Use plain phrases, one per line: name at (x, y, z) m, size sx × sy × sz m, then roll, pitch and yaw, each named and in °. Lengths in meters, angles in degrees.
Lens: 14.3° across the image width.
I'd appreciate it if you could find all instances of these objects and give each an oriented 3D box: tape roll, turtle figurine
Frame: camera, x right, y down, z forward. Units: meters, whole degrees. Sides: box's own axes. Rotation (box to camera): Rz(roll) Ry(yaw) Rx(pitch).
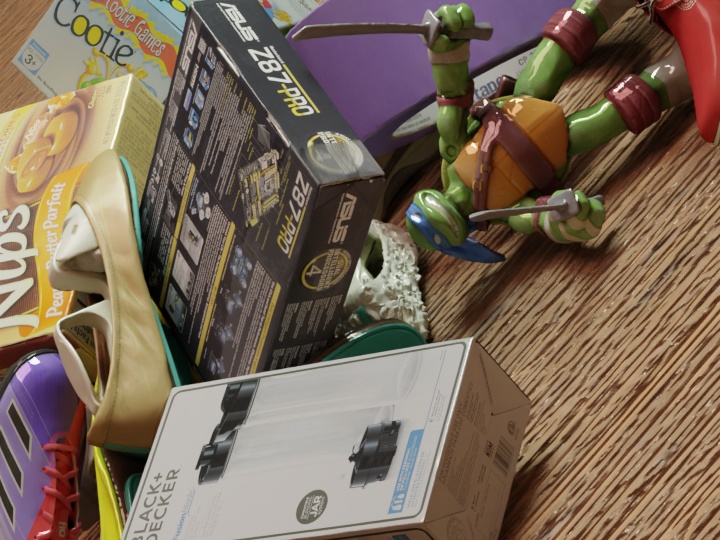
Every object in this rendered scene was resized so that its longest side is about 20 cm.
tape roll at (0.058, -0.149, 1.771) m, size 0.200 × 0.085 × 0.200 m, roll -28°, pitch -3°, yaw -2°
turtle figurine at (0.102, -0.093, 1.606) m, size 0.194 × 0.200 × 0.144 m, roll -40°, pitch 47°, yaw -9°

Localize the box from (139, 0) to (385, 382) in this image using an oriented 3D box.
box at (-0.065, -0.029, 1.621) m, size 0.161 × 0.049 × 0.200 m, roll 56°, pitch 143°, yaw 37°

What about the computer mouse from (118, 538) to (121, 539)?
computer mouse at (-0.089, 0.130, 1.611) m, size 0.034 × 0.059 × 0.200 m, roll -19°, pitch 19°, yaw 34°

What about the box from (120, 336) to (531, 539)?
box at (-0.021, 0.109, 1.466) m, size 0.200 × 0.060 × 0.117 m, roll -10°, pitch 48°, yaw 36°

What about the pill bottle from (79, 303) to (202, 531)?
pill bottle at (-0.122, 0.065, 1.770) m, size 0.200 × 0.104 × 0.104 m, roll -44°, pitch 20°, yaw -3°

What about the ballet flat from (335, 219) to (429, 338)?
ballet flat at (0.000, 0.000, 1.730) m, size 0.072 × 0.072 × 0.200 m, roll -41°, pitch 19°, yaw 5°

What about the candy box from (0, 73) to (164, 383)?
candy box at (-0.190, -0.018, 1.774) m, size 0.115 × 0.055 × 0.200 m, roll -15°, pitch 48°, yaw 32°

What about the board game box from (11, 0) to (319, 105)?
board game box at (-0.125, -0.156, 1.928) m, size 0.103 × 0.105 × 0.200 m, roll -50°, pitch -10°, yaw 24°

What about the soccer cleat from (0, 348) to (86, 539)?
soccer cleat at (-0.187, 0.148, 1.681) m, size 0.073 × 0.068 × 0.201 m, roll 23°, pitch 105°, yaw 55°

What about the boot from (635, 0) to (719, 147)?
boot at (0.150, -0.159, 1.583) m, size 0.072 × 0.144 × 0.201 m, roll 101°, pitch 169°, yaw -64°

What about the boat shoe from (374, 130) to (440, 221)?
boat shoe at (-0.015, -0.065, 1.874) m, size 0.200 × 0.073 × 0.074 m, roll -52°, pitch 22°, yaw -23°

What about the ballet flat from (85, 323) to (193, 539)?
ballet flat at (-0.132, 0.124, 1.667) m, size 0.067 × 0.067 × 0.200 m, roll -48°, pitch 39°, yaw 42°

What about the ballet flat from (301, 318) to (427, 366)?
ballet flat at (-0.039, 0.106, 1.592) m, size 0.200 × 0.068 × 0.068 m, roll -51°, pitch 13°, yaw -22°

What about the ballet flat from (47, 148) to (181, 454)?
ballet flat at (-0.149, 0.014, 1.654) m, size 0.069 × 0.063 × 0.200 m, roll 109°, pitch 150°, yaw -53°
